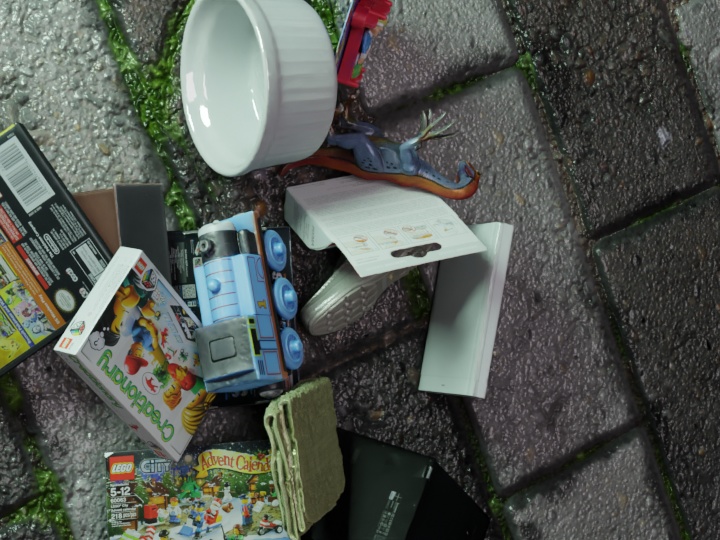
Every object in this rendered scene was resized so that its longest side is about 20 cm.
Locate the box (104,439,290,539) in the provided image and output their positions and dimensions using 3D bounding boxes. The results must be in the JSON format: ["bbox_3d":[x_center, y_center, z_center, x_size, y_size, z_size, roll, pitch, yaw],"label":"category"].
[{"bbox_3d":[-0.169,0.257,1.372,0.199,0.038,0.137,-4,70,-9],"label":"box"}]

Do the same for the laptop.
[{"bbox_3d":[0.031,0.313,1.486,0.199,0.116,0.188,16,57,13],"label":"laptop"}]

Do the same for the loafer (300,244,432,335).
[{"bbox_3d":[0.000,0.000,1.505,0.070,0.070,0.200,38,61,25],"label":"loafer"}]

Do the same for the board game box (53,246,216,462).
[{"bbox_3d":[-0.213,0.087,1.301,0.127,0.034,0.200,-62,141,-26],"label":"board game box"}]

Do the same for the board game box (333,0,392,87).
[{"bbox_3d":[0.004,-0.259,1.438,0.039,0.200,0.159,18,76,0],"label":"board game box"}]

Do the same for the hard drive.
[{"bbox_3d":[0.123,0.047,1.520,0.026,0.132,0.201,13,83,-24],"label":"hard drive"}]

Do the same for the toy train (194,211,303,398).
[{"bbox_3d":[-0.122,0.035,1.348,0.114,0.086,0.201,9,69,-63],"label":"toy train"}]

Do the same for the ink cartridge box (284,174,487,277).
[{"bbox_3d":[0.025,-0.044,1.445,0.159,0.200,0.047,-12,127,-24],"label":"ink cartridge box"}]

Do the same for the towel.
[{"bbox_3d":[-0.059,0.191,1.365,0.036,0.200,0.149,-6,94,13],"label":"towel"}]

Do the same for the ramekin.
[{"bbox_3d":[-0.109,-0.205,1.389,0.097,0.200,0.202,-8,91,-33],"label":"ramekin"}]

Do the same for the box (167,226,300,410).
[{"bbox_3d":[-0.152,0.053,1.437,0.158,0.046,0.201,-4,90,-25],"label":"box"}]

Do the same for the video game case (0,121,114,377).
[{"bbox_3d":[-0.360,-0.016,1.298,0.180,0.026,0.200,-35,92,1],"label":"video game case"}]

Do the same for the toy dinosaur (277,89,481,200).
[{"bbox_3d":[0.041,-0.127,1.487,0.182,0.105,0.200,45,115,-2],"label":"toy dinosaur"}]

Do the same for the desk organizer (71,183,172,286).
[{"bbox_3d":[-0.251,0.012,1.362,0.072,0.077,0.201,-6,91,-55],"label":"desk organizer"}]
